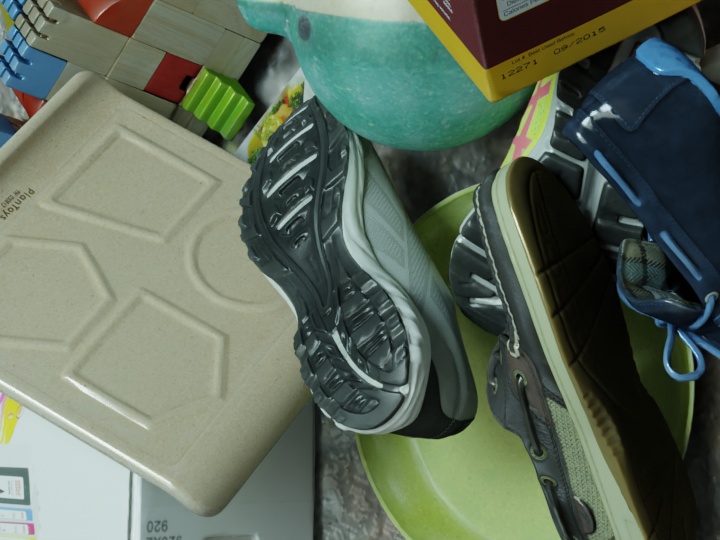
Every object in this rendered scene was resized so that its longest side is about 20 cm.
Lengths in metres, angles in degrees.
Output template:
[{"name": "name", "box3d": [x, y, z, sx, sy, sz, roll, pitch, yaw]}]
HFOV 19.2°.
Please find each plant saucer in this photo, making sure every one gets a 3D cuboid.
[{"name": "plant saucer", "box3d": [0.082, 0.056, 1.038, 0.199, 0.031, 0.201, -3, 85, 37]}]

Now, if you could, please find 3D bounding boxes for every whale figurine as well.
[{"name": "whale figurine", "box3d": [0.014, -0.117, 1.029, 0.200, 0.158, 0.104, -154, 63, -62]}]

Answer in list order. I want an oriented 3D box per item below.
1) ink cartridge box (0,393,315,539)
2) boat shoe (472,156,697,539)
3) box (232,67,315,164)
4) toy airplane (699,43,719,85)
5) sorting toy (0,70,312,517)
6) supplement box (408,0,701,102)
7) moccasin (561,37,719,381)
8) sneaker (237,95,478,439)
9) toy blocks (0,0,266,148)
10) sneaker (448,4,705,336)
[{"name": "ink cartridge box", "box3d": [-0.142, 0.122, 1.136, 0.199, 0.147, 0.146, -1, 87, 38]}, {"name": "boat shoe", "box3d": [0.086, 0.049, 0.937, 0.065, 0.073, 0.201, -15, 103, 32]}, {"name": "box", "box3d": [-0.053, -0.041, 1.143, 0.200, 0.041, 0.039, -51, 59, 25]}, {"name": "toy airplane", "box3d": [0.234, -0.097, 0.878, 0.199, 0.140, 0.201, -109, 34, -64]}, {"name": "sorting toy", "box3d": [-0.106, 0.009, 1.039, 0.199, 0.185, 0.037, 32, 144, 10]}, {"name": "supplement box", "box3d": [0.050, -0.221, 0.859, 0.132, 0.201, 0.198, -26, 48, -9]}, {"name": "moccasin", "box3d": [0.136, -0.009, 0.909, 0.068, 0.200, 0.080, -33, 31, -4]}, {"name": "sneaker", "box3d": [0.000, 0.000, 1.015, 0.074, 0.079, 0.201, -38, 51, 26]}, {"name": "toy blocks", "box3d": [-0.140, -0.115, 1.140, 0.200, 0.136, 0.100, -55, 43, 17]}, {"name": "sneaker", "box3d": [0.105, -0.055, 0.973, 0.078, 0.090, 0.201, 26, 120, -3]}]
